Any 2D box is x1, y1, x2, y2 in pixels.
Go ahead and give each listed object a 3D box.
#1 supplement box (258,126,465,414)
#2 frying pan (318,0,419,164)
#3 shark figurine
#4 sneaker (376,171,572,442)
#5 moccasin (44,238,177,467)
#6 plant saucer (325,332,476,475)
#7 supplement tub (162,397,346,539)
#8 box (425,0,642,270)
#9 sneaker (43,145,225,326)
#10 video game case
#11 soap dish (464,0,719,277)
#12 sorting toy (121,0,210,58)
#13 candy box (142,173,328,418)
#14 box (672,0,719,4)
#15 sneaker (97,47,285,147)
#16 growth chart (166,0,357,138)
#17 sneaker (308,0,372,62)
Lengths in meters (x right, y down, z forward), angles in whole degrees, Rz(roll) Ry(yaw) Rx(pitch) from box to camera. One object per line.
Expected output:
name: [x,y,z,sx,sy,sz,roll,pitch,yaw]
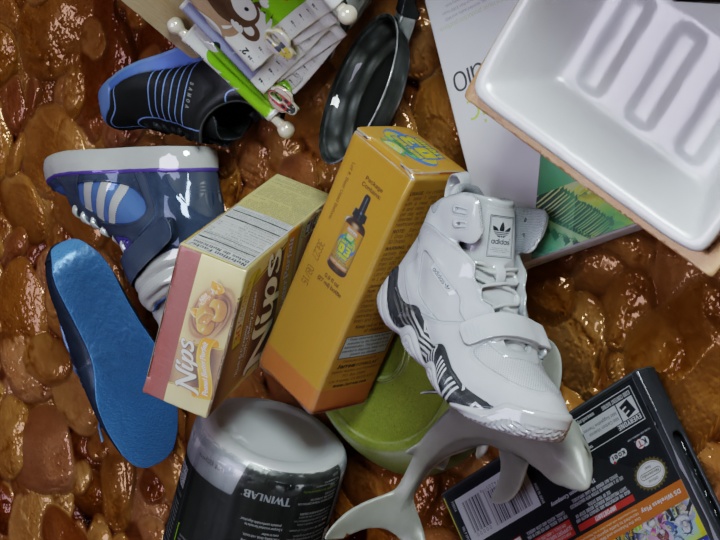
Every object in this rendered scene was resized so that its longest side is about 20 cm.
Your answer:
supplement box: [0.000,0.000,1.260,0.066,0.068,0.201,41,122,33]
frying pan: [0.016,-0.163,1.284,0.115,0.031,0.192,6,75,68]
shark figurine: [0.062,0.111,1.213,0.214,0.089,0.129,-29,49,43]
sneaker: [0.084,0.019,1.146,0.200,0.075,0.116,47,121,51]
moccasin: [-0.205,0.065,1.495,0.068,0.080,0.202,9,117,68]
plant saucer: [0.023,0.053,1.309,0.199,0.031,0.202,6,99,44]
supplement tub: [-0.091,0.210,1.370,0.122,0.122,0.201,33,116,37]
box: [0.125,-0.111,1.189,0.144,0.036,0.202,-21,81,43]
sneaker: [-0.188,-0.026,1.469,0.199,0.080,0.148,0,92,41]
video game case: [0.159,0.190,1.194,0.200,0.025,0.182,-38,68,39]
soap dish: [0.181,-0.117,1.072,0.200,0.081,0.158,39,109,24]
sorting toy: [-0.137,-0.297,1.314,0.200,0.070,0.199,39,126,-3]
candy box: [-0.085,0.013,1.292,0.055,0.200,0.116,20,112,10]
box: [0.196,-0.214,0.995,0.141,0.199,0.079,41,121,32]
sneaker: [-0.136,-0.131,1.416,0.199,0.070,0.079,-17,76,43]
growth chart: [-0.076,-0.183,1.260,0.144,0.018,0.200,40,152,-1]
sneaker: [-0.019,-0.248,1.234,0.075,0.116,0.201,30,153,20]
